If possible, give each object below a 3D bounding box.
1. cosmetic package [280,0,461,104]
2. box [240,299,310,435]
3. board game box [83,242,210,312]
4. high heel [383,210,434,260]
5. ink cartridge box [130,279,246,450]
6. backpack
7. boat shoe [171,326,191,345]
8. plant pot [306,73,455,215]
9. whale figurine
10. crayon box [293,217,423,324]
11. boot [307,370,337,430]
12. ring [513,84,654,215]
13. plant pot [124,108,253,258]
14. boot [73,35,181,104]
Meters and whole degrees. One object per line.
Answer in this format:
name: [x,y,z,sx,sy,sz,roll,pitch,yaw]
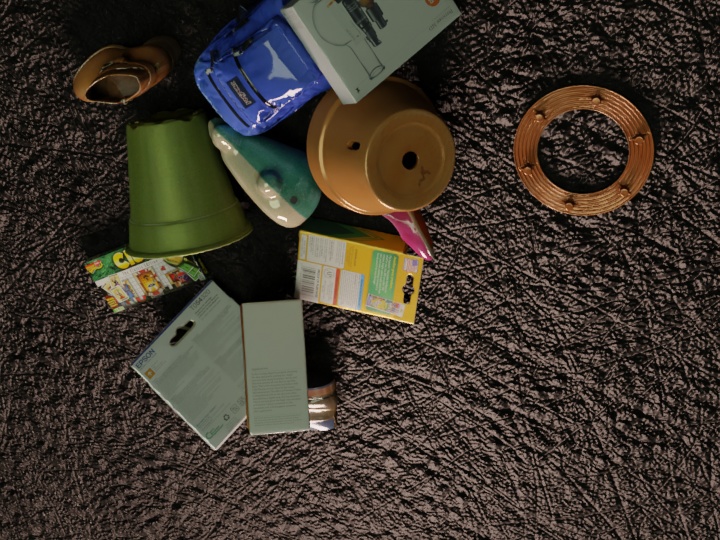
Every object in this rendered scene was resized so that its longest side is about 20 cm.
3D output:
cosmetic package: [0.016,-0.340,1.484,0.200,0.052,0.151,-42,111,-14]
box: [-0.137,0.150,1.782,0.096,0.124,0.203,-3,87,-8]
board game box: [-0.357,-0.003,1.876,0.198,0.024,0.106,-20,111,25]
high heel: [0.029,-0.086,1.688,0.095,0.067,0.201,-31,104,18]
ink cartridge box: [-0.241,0.155,1.855,0.200,0.043,0.196,44,83,1]
backpack: [-0.135,-0.287,1.562,0.199,0.168,0.163,-27,105,33]
boat shoe: [-0.241,0.149,1.912,0.199,0.063,0.075,13,120,6]
plant pot: [0.041,-0.165,1.546,0.197,0.140,0.203,-7,108,-22]
whale figurine: [-0.136,-0.158,1.658,0.104,0.159,0.200,-42,111,3]
crayon box: [0.000,0.000,1.762,0.197,0.052,0.127,13,123,9]
boot: [-0.131,0.233,1.923,0.197,0.075,0.098,-5,116,16]
ring: [0.315,-0.165,1.597,0.198,0.019,0.203,7,121,12]
plant pot: [-0.273,-0.139,1.691,0.197,0.200,0.193,-3,107,17]
boot: [-0.366,-0.275,1.635,0.198,0.155,0.074,-20,114,25]
